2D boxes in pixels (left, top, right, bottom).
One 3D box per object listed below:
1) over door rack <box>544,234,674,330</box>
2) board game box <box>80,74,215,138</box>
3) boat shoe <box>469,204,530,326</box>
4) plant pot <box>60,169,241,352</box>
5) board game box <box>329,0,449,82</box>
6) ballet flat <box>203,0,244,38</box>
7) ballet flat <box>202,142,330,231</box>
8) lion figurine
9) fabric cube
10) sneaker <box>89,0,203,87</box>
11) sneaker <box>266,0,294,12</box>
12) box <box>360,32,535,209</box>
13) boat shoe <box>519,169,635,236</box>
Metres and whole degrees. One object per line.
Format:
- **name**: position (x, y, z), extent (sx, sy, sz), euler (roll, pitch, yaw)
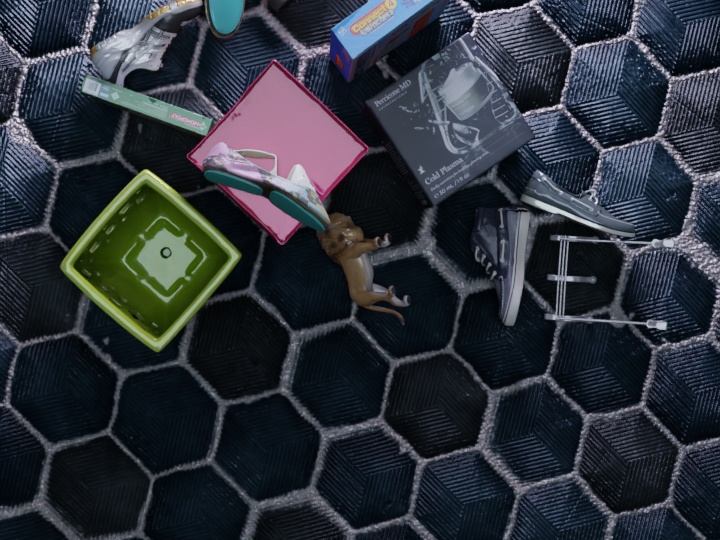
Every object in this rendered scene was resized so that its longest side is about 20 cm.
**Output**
- **over door rack**: position (0.409, 0.018, 1.569), extent (0.199, 0.067, 0.149), euler (4, 93, 17)
- **board game box**: position (-0.323, -0.250, 1.482), extent (0.199, 0.135, 0.029), euler (19, 91, -4)
- **boat shoe**: position (0.222, -0.013, 1.567), extent (0.092, 0.075, 0.202), euler (7, 85, 3)
- **plant pot**: position (-0.310, -0.018, 1.471), extent (0.199, 0.181, 0.200), euler (42, 90, -4)
- **board game box**: position (0.046, -0.385, 1.467), extent (0.195, 0.200, 0.056), euler (-37, 93, -2)
- **ballet flat**: position (-0.222, -0.468, 1.513), extent (0.070, 0.071, 0.202), euler (-1, 95, -4)
- **ballet flat**: position (-0.124, -0.127, 1.343), extent (0.199, 0.069, 0.072), euler (24, 72, -5)
- **lion figurine**: position (0.000, 0.000, 1.546), extent (0.122, 0.072, 0.201), euler (-9, 102, 30)
- **fabric cube**: position (-0.126, -0.173, 1.467), extent (0.196, 0.199, 0.200), euler (43, 90, -6)
- **sneaker**: position (-0.328, -0.362, 1.517), extent (0.199, 0.076, 0.088), euler (-30, 108, 3)
- **sneaker**: position (-0.093, -0.518, 1.518), extent (0.201, 0.067, 0.108), euler (-40, 97, 1)
- **box**: position (0.137, -0.234, 1.521), extent (0.199, 0.124, 0.197), euler (-34, 92, -2)
- **boat shoe**: position (0.365, -0.108, 1.566), extent (0.199, 0.073, 0.062), euler (20, 95, 1)
